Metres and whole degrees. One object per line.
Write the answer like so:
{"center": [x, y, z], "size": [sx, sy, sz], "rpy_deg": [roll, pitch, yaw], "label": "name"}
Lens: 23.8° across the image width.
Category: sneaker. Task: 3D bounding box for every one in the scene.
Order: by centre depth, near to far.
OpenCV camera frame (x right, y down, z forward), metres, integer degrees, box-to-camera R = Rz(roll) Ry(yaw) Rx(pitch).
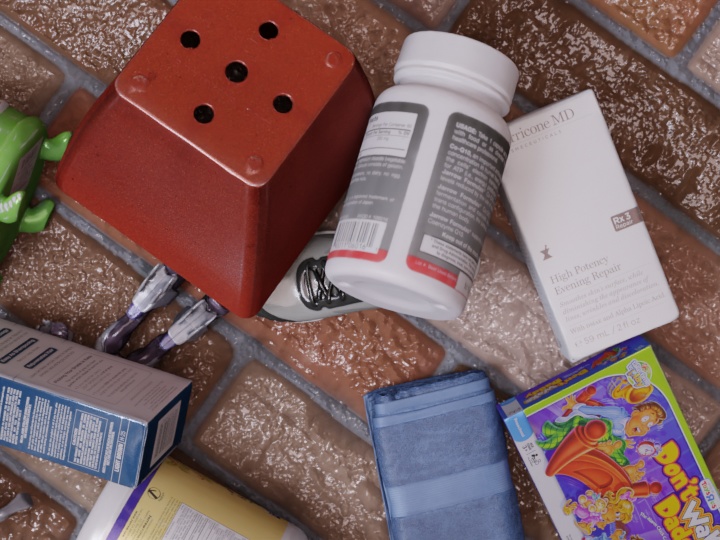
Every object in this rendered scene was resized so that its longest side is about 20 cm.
{"center": [0.000, 0.000, 1.405], "size": [0.198, 0.079, 0.075], "rpy_deg": [-10, 93, 2], "label": "sneaker"}

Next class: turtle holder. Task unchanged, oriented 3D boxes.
{"center": [-0.325, -0.062, 1.390], "size": [0.131, 0.186, 0.142], "rpy_deg": [25, 59, 0], "label": "turtle holder"}

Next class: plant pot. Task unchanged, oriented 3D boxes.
{"center": [-0.103, -0.117, 1.321], "size": [0.199, 0.176, 0.201], "rpy_deg": [34, 71, 4], "label": "plant pot"}

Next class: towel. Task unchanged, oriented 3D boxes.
{"center": [0.074, 0.189, 1.422], "size": [0.111, 0.049, 0.202], "rpy_deg": [-11, 90, -3], "label": "towel"}

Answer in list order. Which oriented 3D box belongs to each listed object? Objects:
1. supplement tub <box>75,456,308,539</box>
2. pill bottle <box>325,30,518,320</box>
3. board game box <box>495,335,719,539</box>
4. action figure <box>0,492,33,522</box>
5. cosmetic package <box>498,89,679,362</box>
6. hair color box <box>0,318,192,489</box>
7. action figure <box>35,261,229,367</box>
{"center": [-0.128, 0.247, 1.377], "size": [0.199, 0.145, 0.146], "rpy_deg": [29, 91, 0], "label": "supplement tub"}
{"center": [0.052, -0.073, 1.321], "size": [0.113, 0.114, 0.201], "rpy_deg": [17, 78, 0], "label": "pill bottle"}
{"center": [0.215, 0.173, 1.404], "size": [0.134, 0.045, 0.201], "rpy_deg": [-27, 101, 1], "label": "board game box"}
{"center": [-0.391, 0.195, 1.383], "size": [0.200, 0.105, 0.193], "rpy_deg": [42, 106, -10], "label": "action figure"}
{"center": [0.178, -0.037, 1.405], "size": [0.101, 0.074, 0.201], "rpy_deg": [-23, 92, 1], "label": "cosmetic package"}
{"center": [-0.244, 0.099, 1.344], "size": [0.199, 0.100, 0.061], "rpy_deg": [17, 109, 11], "label": "hair color box"}
{"center": [-0.204, 0.074, 1.415], "size": [0.200, 0.069, 0.130], "rpy_deg": [-44, 95, 4], "label": "action figure"}
